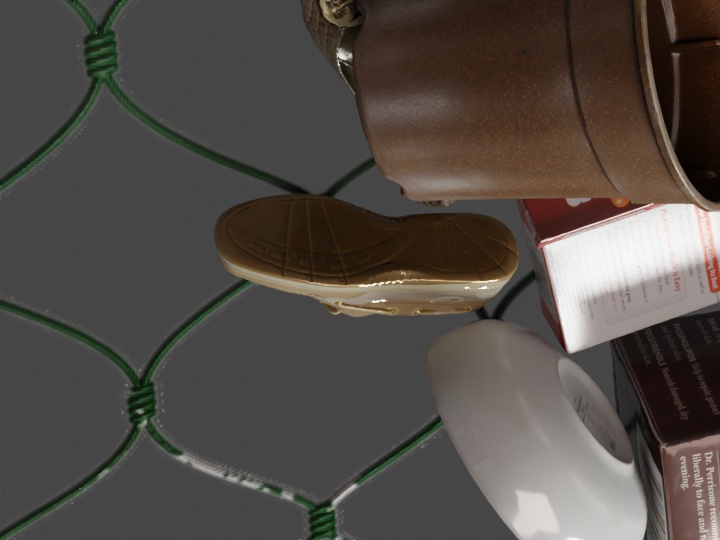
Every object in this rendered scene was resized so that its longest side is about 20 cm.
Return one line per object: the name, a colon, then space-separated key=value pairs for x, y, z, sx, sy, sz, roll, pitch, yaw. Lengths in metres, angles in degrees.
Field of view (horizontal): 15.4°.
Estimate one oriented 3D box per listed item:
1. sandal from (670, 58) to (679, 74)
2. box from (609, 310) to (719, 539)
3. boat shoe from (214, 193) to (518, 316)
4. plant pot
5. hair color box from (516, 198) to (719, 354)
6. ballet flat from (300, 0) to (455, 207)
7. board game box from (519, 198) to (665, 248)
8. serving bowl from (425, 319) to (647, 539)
sandal: x=0.203 y=-0.132 z=1.689 sx=0.202 sy=0.050 sz=0.083 roll=22 pitch=81 yaw=-4
box: x=0.287 y=0.130 z=1.819 sx=0.200 sy=0.164 sz=0.166 roll=-9 pitch=117 yaw=-3
boat shoe: x=0.000 y=0.000 z=1.731 sx=0.200 sy=0.074 sz=0.069 roll=6 pitch=145 yaw=-10
plant pot: x=0.113 y=-0.124 z=1.594 sx=0.198 sy=0.200 sz=0.200 roll=-6 pitch=128 yaw=26
hair color box: x=0.212 y=-0.033 z=1.781 sx=0.200 sy=0.064 sz=0.111 roll=-18 pitch=122 yaw=-5
ballet flat: x=0.020 y=-0.117 z=1.680 sx=0.067 sy=0.046 sz=0.200 roll=-26 pitch=124 yaw=-2
board game box: x=0.191 y=-0.095 z=1.724 sx=0.200 sy=0.019 sz=0.103 roll=-19 pitch=81 yaw=-5
serving bowl: x=0.129 y=0.110 z=1.753 sx=0.066 sy=0.200 sz=0.200 roll=-35 pitch=124 yaw=18
